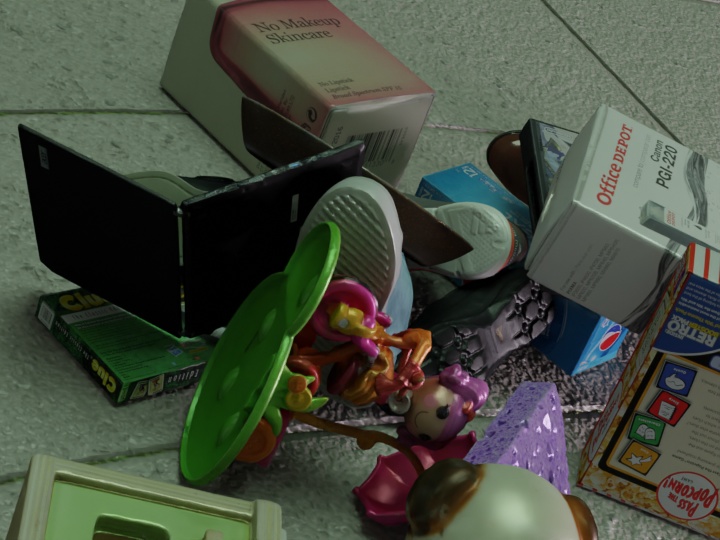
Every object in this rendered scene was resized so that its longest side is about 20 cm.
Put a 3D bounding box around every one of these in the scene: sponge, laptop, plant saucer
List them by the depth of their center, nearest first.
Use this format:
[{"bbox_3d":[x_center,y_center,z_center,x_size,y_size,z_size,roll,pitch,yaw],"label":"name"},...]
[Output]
[{"bbox_3d":[0.088,0.164,1.194,0.030,0.112,0.200,3,23,26],"label":"sponge"},{"bbox_3d":[-0.111,-0.042,1.247,0.200,0.177,0.103,-20,64,-15],"label":"laptop"},{"bbox_3d":[-0.010,-0.058,1.339,0.200,0.034,0.200,33,-1,1],"label":"plant saucer"}]

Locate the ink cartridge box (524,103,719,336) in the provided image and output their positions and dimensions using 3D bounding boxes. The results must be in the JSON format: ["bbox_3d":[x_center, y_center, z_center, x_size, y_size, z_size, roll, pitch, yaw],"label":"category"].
[{"bbox_3d":[0.236,-0.018,1.373,0.200,0.085,0.146,26,39,-2],"label":"ink cartridge box"}]

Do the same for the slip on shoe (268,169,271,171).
[{"bbox_3d":[-0.030,-0.014,1.418,0.074,0.061,0.200,37,11,-49],"label":"slip on shoe"}]

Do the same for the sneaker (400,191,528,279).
[{"bbox_3d":[0.043,-0.027,1.474,0.200,0.077,0.082,15,4,30],"label":"sneaker"}]

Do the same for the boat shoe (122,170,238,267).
[{"bbox_3d":[-0.110,-0.034,1.371,0.199,0.075,0.066,-3,-13,25],"label":"boat shoe"}]

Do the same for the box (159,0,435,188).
[{"bbox_3d":[-0.056,-0.157,1.587,0.128,0.109,0.200,-13,47,-43],"label":"box"}]

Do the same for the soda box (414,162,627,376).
[{"bbox_3d":[0.129,-0.004,1.512,0.200,0.064,0.068,40,35,26],"label":"soda box"}]

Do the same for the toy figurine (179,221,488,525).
[{"bbox_3d":[0.009,0.086,1.213,0.184,0.200,0.150,26,25,-18],"label":"toy figurine"}]

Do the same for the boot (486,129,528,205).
[{"bbox_3d":[0.186,-0.039,1.558,0.188,0.068,0.200,39,16,-6],"label":"boot"}]

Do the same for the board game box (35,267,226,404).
[{"bbox_3d":[-0.124,0.037,1.337,0.200,0.023,0.105,-13,47,-43],"label":"board game box"}]

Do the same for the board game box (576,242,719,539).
[{"bbox_3d":[0.262,0.096,1.316,0.151,0.200,0.046,23,31,-1],"label":"board game box"}]

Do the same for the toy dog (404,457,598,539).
[{"bbox_3d":[0.061,0.201,1.009,0.139,0.194,0.200,14,56,-7],"label":"toy dog"}]

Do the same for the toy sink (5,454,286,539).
[{"bbox_3d":[-0.102,0.197,1.024,0.200,0.112,0.130,16,33,-12],"label":"toy sink"}]

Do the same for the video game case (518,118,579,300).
[{"bbox_3d":[0.226,-0.028,1.463,0.200,0.026,0.181,16,42,-17],"label":"video game case"}]

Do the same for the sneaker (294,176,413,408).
[{"bbox_3d":[0.000,0.000,1.259,0.074,0.200,0.082,17,47,10],"label":"sneaker"}]

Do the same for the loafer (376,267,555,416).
[{"bbox_3d":[0.070,0.055,1.400,0.070,0.068,0.201,-3,22,43],"label":"loafer"}]
